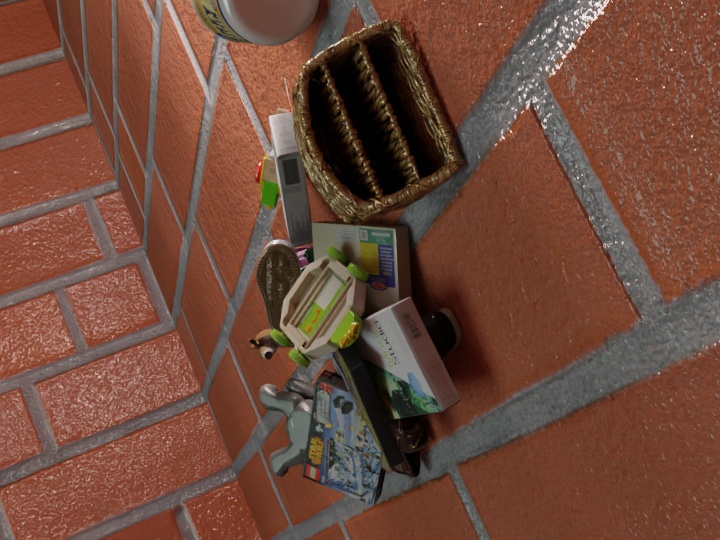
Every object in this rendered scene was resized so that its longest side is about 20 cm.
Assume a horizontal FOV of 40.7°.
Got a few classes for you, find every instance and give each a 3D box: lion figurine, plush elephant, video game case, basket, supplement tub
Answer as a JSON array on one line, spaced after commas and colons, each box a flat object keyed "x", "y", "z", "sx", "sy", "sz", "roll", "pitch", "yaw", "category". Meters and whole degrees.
[{"x": -0.125, "y": 0.119, "z": 1.715, "sx": 0.122, "sy": 0.198, "sz": 0.073, "roll": -5, "pitch": 84, "yaw": 61, "category": "lion figurine"}, {"x": -0.063, "y": 0.262, "z": 1.737, "sx": 0.199, "sy": 0.154, "sz": 0.167, "roll": -20, "pitch": 81, "yaw": 37, "category": "plush elephant"}, {"x": -0.005, "y": 0.159, "z": 1.404, "sx": 0.181, "sy": 0.025, "sz": 0.201, "roll": 56, "pitch": 169, "yaw": 54, "category": "video game case"}, {"x": 0.005, "y": -0.169, "z": 1.148, "sx": 0.202, "sy": 0.142, "sz": 0.149, "roll": 68, "pitch": 161, "yaw": 3, "category": "basket"}, {"x": -0.155, "y": -0.390, "z": 1.353, "sx": 0.200, "sy": 0.143, "sz": 0.146, "roll": 30, "pitch": 136, "yaw": 61, "category": "supplement tub"}]

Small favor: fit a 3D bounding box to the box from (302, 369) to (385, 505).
[{"x": -0.018, "y": 0.275, "z": 1.593, "sx": 0.136, "sy": 0.040, "sz": 0.202, "roll": 18, "pitch": 119, "yaw": 16, "category": "box"}]

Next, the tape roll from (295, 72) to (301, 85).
[{"x": -0.030, "y": -0.189, "z": 1.364, "sx": 0.201, "sy": 0.048, "sz": 0.202, "roll": 54, "pitch": 156, "yaw": 38, "category": "tape roll"}]

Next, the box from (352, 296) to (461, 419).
[{"x": 0.050, "y": 0.122, "z": 1.288, "sx": 0.145, "sy": 0.036, "sz": 0.200, "roll": 63, "pitch": 160, "yaw": 3, "category": "box"}]

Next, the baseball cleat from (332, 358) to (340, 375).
[{"x": 0.003, "y": 0.202, "z": 1.655, "sx": 0.106, "sy": 0.069, "sz": 0.202, "roll": 157, "pitch": 97, "yaw": -84, "category": "baseball cleat"}]

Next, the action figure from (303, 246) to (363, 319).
[{"x": -0.030, "y": 0.000, "z": 1.495, "sx": 0.199, "sy": 0.054, "sz": 0.119, "roll": 30, "pitch": 109, "yaw": 50, "category": "action figure"}]

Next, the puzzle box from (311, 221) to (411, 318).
[{"x": 0.000, "y": 0.000, "z": 1.387, "sx": 0.199, "sy": 0.025, "sz": 0.135, "roll": 8, "pitch": 104, "yaw": 52, "category": "puzzle box"}]

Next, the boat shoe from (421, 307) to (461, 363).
[{"x": 0.084, "y": 0.119, "z": 1.342, "sx": 0.074, "sy": 0.063, "sz": 0.202, "roll": 57, "pitch": 159, "yaw": 20, "category": "boat shoe"}]

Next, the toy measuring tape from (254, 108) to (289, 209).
[{"x": -0.137, "y": -0.192, "z": 1.634, "sx": 0.074, "sy": 0.073, "sz": 0.201, "roll": 51, "pitch": 140, "yaw": 40, "category": "toy measuring tape"}]

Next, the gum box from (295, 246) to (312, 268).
[{"x": -0.104, "y": 0.022, "z": 1.732, "sx": 0.200, "sy": 0.066, "sz": 0.115, "roll": 0, "pitch": 111, "yaw": 69, "category": "gum box"}]

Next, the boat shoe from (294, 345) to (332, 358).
[{"x": -0.065, "y": 0.107, "z": 1.557, "sx": 0.200, "sy": 0.061, "sz": 0.073, "roll": 120, "pitch": 145, "yaw": -67, "category": "boat shoe"}]

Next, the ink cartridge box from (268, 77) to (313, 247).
[{"x": -0.112, "y": -0.167, "z": 1.512, "sx": 0.201, "sy": 0.043, "sz": 0.175, "roll": 85, "pitch": 171, "yaw": -50, "category": "ink cartridge box"}]

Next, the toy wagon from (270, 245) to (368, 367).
[{"x": -0.046, "y": 0.059, "z": 1.336, "sx": 0.039, "sy": 0.156, "sz": 0.200, "roll": 32, "pitch": -177, "yaw": -34, "category": "toy wagon"}]

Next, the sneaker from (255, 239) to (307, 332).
[{"x": -0.120, "y": 0.002, "z": 1.557, "sx": 0.201, "sy": 0.069, "sz": 0.109, "roll": 89, "pitch": -172, "yaw": -45, "category": "sneaker"}]

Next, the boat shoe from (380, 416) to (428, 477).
[{"x": 0.076, "y": 0.248, "z": 1.503, "sx": 0.071, "sy": 0.072, "sz": 0.202, "roll": 23, "pitch": 132, "yaw": 23, "category": "boat shoe"}]
